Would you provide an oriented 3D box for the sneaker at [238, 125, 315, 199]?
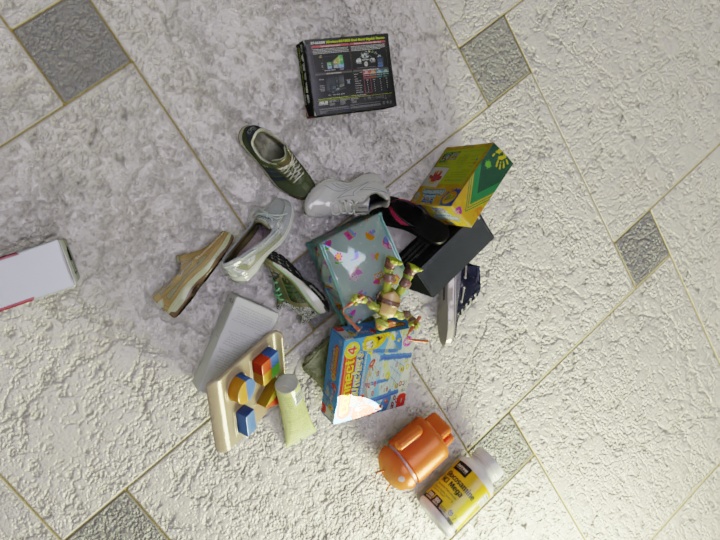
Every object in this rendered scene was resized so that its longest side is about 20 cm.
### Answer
[{"bbox_3d":[-0.162,-0.217,1.363,0.200,0.090,0.068,43,79,-21],"label":"sneaker"}]

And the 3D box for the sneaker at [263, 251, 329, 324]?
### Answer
[{"bbox_3d":[-0.157,0.042,1.411,0.089,0.077,0.200,-44,106,6],"label":"sneaker"}]

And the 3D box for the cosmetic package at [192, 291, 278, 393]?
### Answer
[{"bbox_3d":[-0.256,0.159,1.375,0.100,0.071,0.204,25,86,-24],"label":"cosmetic package"}]

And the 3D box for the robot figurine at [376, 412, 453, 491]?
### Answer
[{"bbox_3d":[0.123,0.419,1.538,0.199,0.144,0.117,-37,85,-15],"label":"robot figurine"}]

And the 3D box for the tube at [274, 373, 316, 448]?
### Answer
[{"bbox_3d":[-0.141,0.301,1.421,0.057,0.053,0.203,3,133,13],"label":"tube"}]

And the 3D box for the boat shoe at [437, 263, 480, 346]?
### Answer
[{"bbox_3d":[0.234,0.075,1.568,0.090,0.075,0.205,2,94,-15],"label":"boat shoe"}]

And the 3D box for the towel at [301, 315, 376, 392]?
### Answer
[{"bbox_3d":[-0.023,0.191,1.495,0.200,0.036,0.149,-43,111,-14],"label":"towel"}]

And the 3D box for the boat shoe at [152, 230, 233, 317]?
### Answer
[{"bbox_3d":[-0.334,-0.007,1.331,0.076,0.072,0.201,38,79,-5],"label":"boat shoe"}]

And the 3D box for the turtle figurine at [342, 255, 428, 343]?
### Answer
[{"bbox_3d":[0.071,0.061,1.390,0.196,0.064,0.164,21,98,-10],"label":"turtle figurine"}]

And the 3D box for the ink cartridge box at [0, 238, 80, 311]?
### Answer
[{"bbox_3d":[-0.571,0.006,1.158,0.143,0.199,0.085,-21,101,-19],"label":"ink cartridge box"}]

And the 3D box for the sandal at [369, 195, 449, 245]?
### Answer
[{"bbox_3d":[0.103,-0.120,1.451,0.076,0.197,0.045,-54,156,-23],"label":"sandal"}]

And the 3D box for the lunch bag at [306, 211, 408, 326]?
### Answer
[{"bbox_3d":[0.000,0.000,1.439,0.168,0.122,0.204,-27,103,-18],"label":"lunch bag"}]

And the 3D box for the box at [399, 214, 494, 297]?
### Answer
[{"bbox_3d":[0.179,-0.043,1.498,0.200,0.141,0.079,-43,109,-12],"label":"box"}]

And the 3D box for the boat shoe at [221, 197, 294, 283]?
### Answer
[{"bbox_3d":[-0.205,-0.070,1.353,0.203,0.074,0.065,-53,146,-18],"label":"boat shoe"}]

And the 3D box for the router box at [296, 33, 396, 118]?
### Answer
[{"bbox_3d":[-0.028,-0.409,1.414,0.196,0.062,0.154,-11,101,-21],"label":"router box"}]

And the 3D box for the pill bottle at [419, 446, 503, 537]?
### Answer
[{"bbox_3d":[0.243,0.522,1.601,0.199,0.112,0.113,-40,109,-14],"label":"pill bottle"}]

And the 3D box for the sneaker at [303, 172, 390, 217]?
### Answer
[{"bbox_3d":[-0.026,-0.151,1.420,0.196,0.087,0.076,-18,131,-18],"label":"sneaker"}]

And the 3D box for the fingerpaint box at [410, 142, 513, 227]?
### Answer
[{"bbox_3d":[0.215,-0.186,1.466,0.073,0.199,0.168,38,81,-22],"label":"fingerpaint box"}]

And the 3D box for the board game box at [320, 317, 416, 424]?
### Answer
[{"bbox_3d":[0.019,0.212,1.450,0.192,0.056,0.205,-8,115,-34],"label":"board game box"}]

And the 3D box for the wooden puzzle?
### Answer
[{"bbox_3d":[-0.213,0.245,1.341,0.199,0.046,0.189,-37,138,-43],"label":"wooden puzzle"}]
